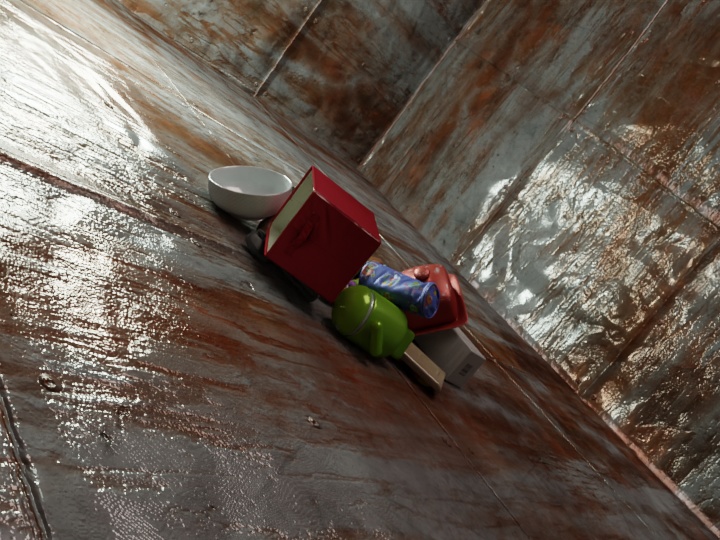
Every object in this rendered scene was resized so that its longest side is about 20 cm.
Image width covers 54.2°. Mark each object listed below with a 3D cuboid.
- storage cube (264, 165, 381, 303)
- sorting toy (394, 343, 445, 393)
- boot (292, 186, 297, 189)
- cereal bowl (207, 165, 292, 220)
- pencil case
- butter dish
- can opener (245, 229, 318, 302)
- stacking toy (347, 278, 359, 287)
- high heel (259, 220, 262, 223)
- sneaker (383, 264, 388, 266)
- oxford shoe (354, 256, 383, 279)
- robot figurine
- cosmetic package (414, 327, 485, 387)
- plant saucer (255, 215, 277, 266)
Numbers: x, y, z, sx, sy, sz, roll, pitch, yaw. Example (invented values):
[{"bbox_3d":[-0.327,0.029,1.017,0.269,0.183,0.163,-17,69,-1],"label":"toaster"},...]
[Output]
[{"bbox_3d":[-0.080,-0.076,1.461,0.178,0.172,0.201,35,17,-19],"label":"storage cube"},{"bbox_3d":[0.124,0.212,1.680,0.184,0.037,0.200,42,7,5],"label":"sorting toy"},{"bbox_3d":[-0.161,-0.170,1.845,0.144,0.072,0.197,20,-17,-41],"label":"boot"},{"bbox_3d":[-0.257,-0.173,1.633,0.194,0.085,0.201,8,26,-4],"label":"cereal bowl"},{"bbox_3d":[0.086,0.041,1.564,0.197,0.087,0.079,19,-41,35],"label":"pencil case"},{"bbox_3d":[0.168,0.053,1.839,0.203,0.194,0.150,-97,173,-48],"label":"butter dish"},{"bbox_3d":[-0.167,-0.009,1.517,0.199,0.066,0.053,43,-31,6],"label":"can opener"},{"bbox_3d":[-0.014,0.061,1.657,0.197,0.110,0.118,11,44,-45],"label":"stacking toy"},{"bbox_3d":[-0.180,-0.090,1.807,0.197,0.098,0.067,-2,28,-44],"label":"high heel"},{"bbox_3d":[0.038,0.003,1.881,0.079,0.095,0.203,7,53,-57],"label":"sneaker"},{"bbox_3d":[0.000,0.000,1.800,0.070,0.073,0.199,-6,0,-24],"label":"oxford shoe"},{"bbox_3d":[0.021,0.109,1.506,0.198,0.117,0.176,34,7,-26],"label":"robot figurine"},{"bbox_3d":[0.227,0.198,1.873,0.084,0.108,0.201,31,16,-44],"label":"cosmetic package"},{"bbox_3d":[-0.144,-0.069,1.622,0.196,0.037,0.203,19,39,-16],"label":"plant saucer"}]
